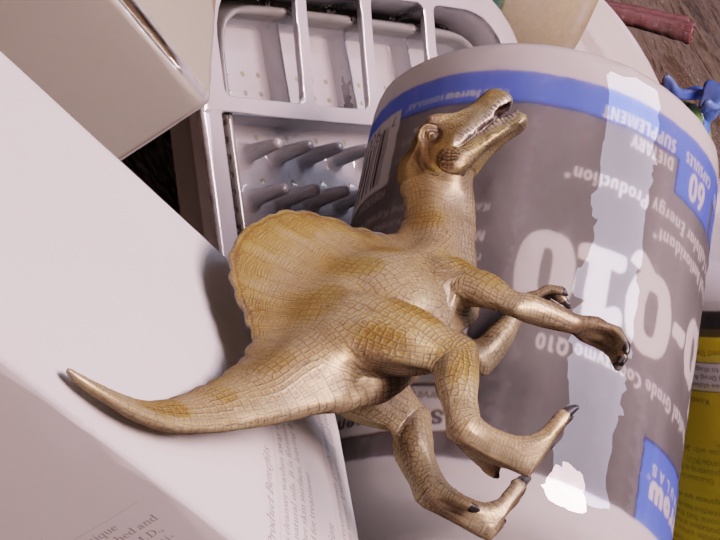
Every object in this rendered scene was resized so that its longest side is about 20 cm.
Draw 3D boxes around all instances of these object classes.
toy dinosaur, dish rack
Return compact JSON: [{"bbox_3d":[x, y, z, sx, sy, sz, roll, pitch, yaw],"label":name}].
[{"bbox_3d":[0.004,0.023,0.595,0.101,0.058,0.200,37,38,9],"label":"toy dinosaur"},{"bbox_3d":[0.000,0.000,0.780,0.171,0.043,0.202,1,78,-50],"label":"dish rack"}]

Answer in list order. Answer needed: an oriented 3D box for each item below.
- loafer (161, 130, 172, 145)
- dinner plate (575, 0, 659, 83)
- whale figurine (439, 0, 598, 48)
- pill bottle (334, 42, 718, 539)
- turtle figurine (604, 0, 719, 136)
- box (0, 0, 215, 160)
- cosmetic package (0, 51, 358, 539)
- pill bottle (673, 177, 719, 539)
[{"bbox_3d":[-0.032,-0.024,0.851,0.201,0.063,0.072,57,-12,-24],"label":"loafer"},{"bbox_3d":[0.046,-0.069,0.958,0.199,0.024,0.202,10,62,-18],"label":"dinner plate"},{"bbox_3d":[0.051,-0.164,0.888,0.103,0.202,0.159,16,12,-6],"label":"whale figurine"},{"bbox_3d":[0.041,0.044,0.695,0.114,0.113,0.201,41,51,-44],"label":"pill bottle"},{"bbox_3d":[0.052,-0.054,1.072,0.193,0.200,0.145,27,56,-25],"label":"turtle figurine"},{"bbox_3d":[-0.100,-0.108,0.720,0.078,0.095,0.201,50,22,-29],"label":"box"},{"bbox_3d":[-0.086,0.025,0.573,0.200,0.081,0.113,43,24,-38],"label":"cosmetic package"},{"bbox_3d":[0.158,0.072,0.816,0.112,0.111,0.202,-67,147,-68],"label":"pill bottle"}]
